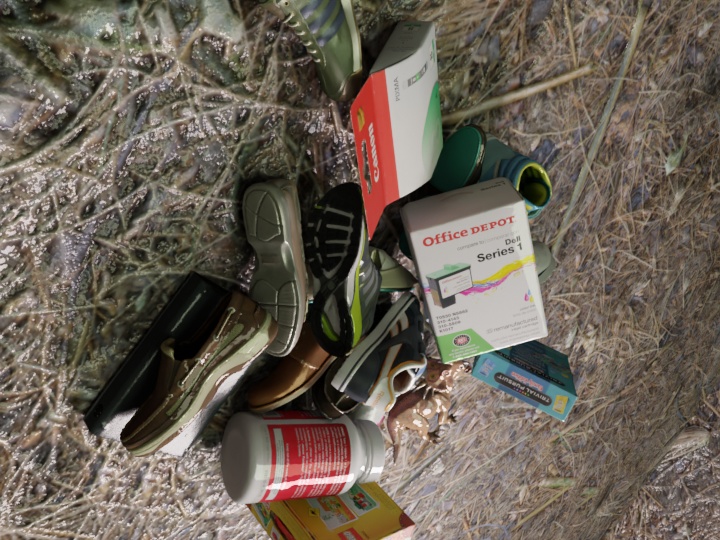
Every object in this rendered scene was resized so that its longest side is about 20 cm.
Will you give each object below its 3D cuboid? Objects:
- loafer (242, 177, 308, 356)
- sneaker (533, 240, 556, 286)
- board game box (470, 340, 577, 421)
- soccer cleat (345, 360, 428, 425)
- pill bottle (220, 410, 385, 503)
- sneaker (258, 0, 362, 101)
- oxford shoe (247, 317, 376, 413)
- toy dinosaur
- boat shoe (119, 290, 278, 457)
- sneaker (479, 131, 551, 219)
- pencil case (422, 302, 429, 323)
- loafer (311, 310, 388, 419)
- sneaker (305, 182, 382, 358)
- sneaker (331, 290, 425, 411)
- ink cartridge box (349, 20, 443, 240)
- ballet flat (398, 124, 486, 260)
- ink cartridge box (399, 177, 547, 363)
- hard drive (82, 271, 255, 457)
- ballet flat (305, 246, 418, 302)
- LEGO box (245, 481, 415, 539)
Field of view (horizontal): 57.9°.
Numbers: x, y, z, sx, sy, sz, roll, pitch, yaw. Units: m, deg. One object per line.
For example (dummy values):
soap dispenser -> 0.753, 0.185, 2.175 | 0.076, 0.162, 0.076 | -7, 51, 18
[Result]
loafer -> -0.085, -0.004, 0.727 | 0.063, 0.072, 0.201 | -35, 128, -55
sneaker -> 0.235, -0.009, 0.983 | 0.081, 0.076, 0.200 | 59, 39, -8
board game box -> 0.260, 0.152, 1.046 | 0.047, 0.151, 0.200 | -67, 171, 15
soccer cleat -> 0.015, 0.181, 0.974 | 0.200, 0.070, 0.086 | -48, 122, -9
pill bottle -> -0.073, 0.242, 0.858 | 0.199, 0.112, 0.113 | 7, 112, -30
sneaker -> -0.055, -0.251, 0.612 | 0.090, 0.067, 0.201 | -21, 130, -22
oxford shoe -> -0.074, 0.104, 0.842 | 0.200, 0.071, 0.071 | -40, 113, -19
toy dinosaur -> 0.093, 0.212, 1.049 | 0.200, 0.086, 0.136 | -46, 139, -3
boat shoe -> -0.184, 0.101, 0.682 | 0.202, 0.075, 0.075 | -45, 115, -8
sneaker -> 0.204, -0.084, 0.913 | 0.079, 0.130, 0.200 | -35, 137, -21
pencil case -> 0.188, 0.055, 1.030 | 0.200, 0.091, 0.084 | 3, 80, -45
loafer -> 0.010, 0.116, 0.878 | 0.073, 0.071, 0.200 | 50, 54, -10
sneaker -> -0.014, -0.005, 0.745 | 0.081, 0.074, 0.201 | -31, 132, -54
sneaker -> 0.042, 0.101, 0.797 | 0.200, 0.079, 0.079 | -46, 167, -52
ink cartridge box -> 0.046, -0.153, 0.704 | 0.200, 0.050, 0.161 | -70, 157, -45
ballet flat -> 0.115, -0.103, 0.873 | 0.068, 0.068, 0.200 | -3, 129, -53
ink cartridge box -> 0.146, 0.001, 0.834 | 0.144, 0.084, 0.201 | -16, 116, 3
hard drive -> -0.196, 0.113, 0.744 | 0.200, 0.033, 0.140 | -53, 139, -1
ballet flat -> 0.000, 0.000, 0.834 | 0.199, 0.069, 0.070 | -6, 121, -40
LEGO box -> -0.047, 0.339, 0.911 | 0.149, 0.200, 0.077 | -6, 120, -40
